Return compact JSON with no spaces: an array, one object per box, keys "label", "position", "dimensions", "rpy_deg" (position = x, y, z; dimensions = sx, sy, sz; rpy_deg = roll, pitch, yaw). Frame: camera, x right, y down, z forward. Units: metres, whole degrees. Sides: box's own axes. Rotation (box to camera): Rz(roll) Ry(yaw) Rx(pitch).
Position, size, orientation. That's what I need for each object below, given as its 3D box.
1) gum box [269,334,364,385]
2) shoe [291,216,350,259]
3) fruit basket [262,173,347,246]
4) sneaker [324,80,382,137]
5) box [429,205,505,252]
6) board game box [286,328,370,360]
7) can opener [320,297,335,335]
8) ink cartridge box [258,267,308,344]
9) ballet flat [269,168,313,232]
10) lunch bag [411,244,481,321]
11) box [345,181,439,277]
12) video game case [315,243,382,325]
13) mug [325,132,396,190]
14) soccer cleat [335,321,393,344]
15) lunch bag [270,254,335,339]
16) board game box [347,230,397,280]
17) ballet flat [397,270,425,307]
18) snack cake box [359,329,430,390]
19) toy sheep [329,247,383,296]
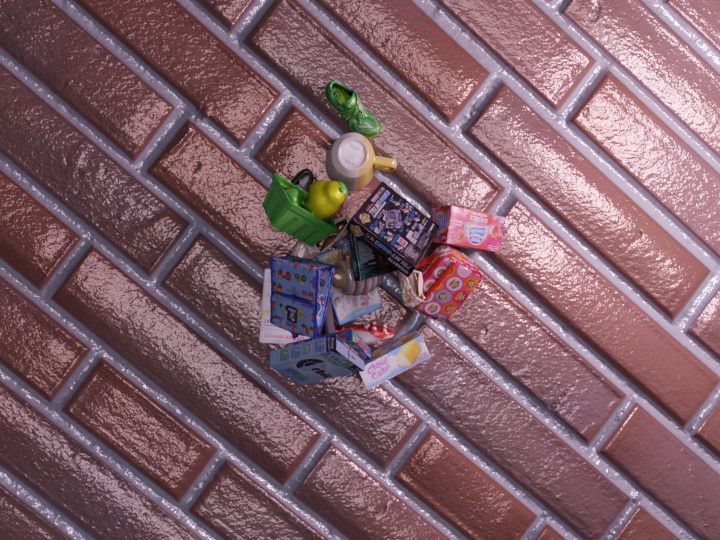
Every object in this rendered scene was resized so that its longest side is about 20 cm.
[{"label":"gum box","position":[-0.111,0.238,1.361],"dimensions":[0.196,0.170,0.046],"rpy_deg":[-17,56,19]},{"label":"shoe","position":[-0.111,-0.089,1.462],"dimensions":[0.198,0.053,0.071],"rpy_deg":[-35,94,-1]},{"label":"fruit basket","position":[-0.128,-0.181,1.367],"dimensions":[0.213,0.217,0.157],"rpy_deg":[-32,52,-2]},{"label":"sneaker","position":[-0.023,-0.443,1.437],"dimensions":[0.199,0.084,0.074],"rpy_deg":[41,90,-5]},{"label":"box","position":[0.290,-0.113,1.429],"dimensions":[0.196,0.095,0.103],"rpy_deg":[8,93,-29]},{"label":"board game box","position":[-0.086,0.219,1.412],"dimensions":[0.195,0.136,0.035],"rpy_deg":[-15,55,18]},{"label":"can opener","position":[-0.095,0.085,1.418],"dimensions":[0.052,0.066,0.206],"rpy_deg":[7,109,39]},{"label":"ink cartridge box","position":[-0.202,0.099,1.451],"dimensions":[0.143,0.086,0.206],"rpy_deg":[5,91,-4]},{"label":"ballet flat","position":[-0.198,-0.198,1.451],"dimensions":[0.066,0.057,0.203],"rpy_deg":[30,91,-3]},{"label":"lunch bag","position":[0.215,0.030,1.429],"dimensions":[0.174,0.083,0.201],"rpy_deg":[27,118,-20]},{"label":"box","position":[0.086,-0.109,1.316],"dimensions":[0.197,0.201,0.050],"rpy_deg":[36,133,0]},{"label":"video game case","position":[-0.030,0.033,1.472],"dimensions":[0.140,0.018,0.205],"rpy_deg":[-20,94,-19]},{"label":"mug","position":[-0.008,-0.310,1.410],"dimensions":[0.183,0.153,0.152],"rpy_deg":[-24,93,-2]},{"label":"soccer cleat","position":[-0.003,0.194,1.479],"dimensions":[0.194,0.069,0.088],"rpy_deg":[-1,101,0]},{"label":"lunch bag","position":[-0.160,0.075,1.352],"dimensions":[0.147,0.094,0.206],"rpy_deg":[12,101,24]},{"label":"board game box","position":[0.056,-0.060,1.362],"dimensions":[0.197,0.028,0.139],"rpy_deg":[-13,96,-40]},{"label":"ballet flat","position":[0.129,-0.004,1.362],"dimensions":[0.063,0.075,0.205],"rpy_deg":[-7,103,35]},{"label":"snack cake box","position":[0.088,0.247,1.458],"dimensions":[0.197,0.115,0.068],"rpy_deg":[-28,94,-2]},{"label":"toy sheep","position":[0.000,0.000,1.408],"dimensions":[0.196,0.137,0.142],"rpy_deg":[-12,93,-24]}]
